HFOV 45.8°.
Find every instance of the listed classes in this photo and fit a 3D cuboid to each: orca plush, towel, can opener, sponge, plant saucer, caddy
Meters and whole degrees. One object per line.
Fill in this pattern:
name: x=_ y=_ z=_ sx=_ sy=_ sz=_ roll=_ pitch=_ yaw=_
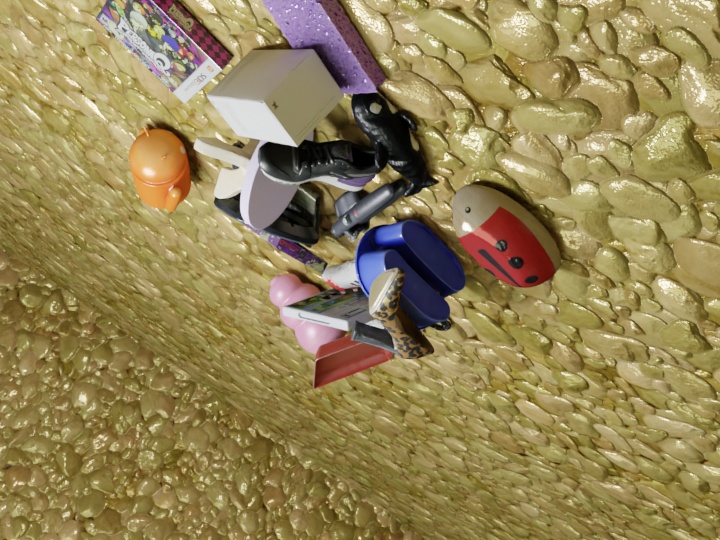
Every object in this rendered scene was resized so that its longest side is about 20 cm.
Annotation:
orca plush: x=0.035 y=-0.170 z=1.240 sx=0.104 sy=0.072 sz=0.201 roll=17 pitch=151 yaw=33
towel: x=-0.158 y=-0.141 z=1.607 sx=0.198 sy=0.035 sz=0.193 roll=33 pitch=153 yaw=9
can opener: x=0.007 y=-0.102 z=1.401 sx=0.079 sy=0.063 sz=0.199 roll=59 pitch=149 yaw=-4
sponge: x=-0.057 y=-0.319 z=1.134 sx=0.110 sy=0.030 sz=0.201 roll=10 pitch=147 yaw=46
plant saucer: x=-0.017 y=0.181 z=1.872 sx=0.201 sy=0.197 sz=0.037 roll=100 pitch=148 yaw=-65
caddy: x=0.080 y=0.009 z=1.434 sx=0.200 sy=0.142 sz=0.104 roll=44 pitch=151 yaw=-19

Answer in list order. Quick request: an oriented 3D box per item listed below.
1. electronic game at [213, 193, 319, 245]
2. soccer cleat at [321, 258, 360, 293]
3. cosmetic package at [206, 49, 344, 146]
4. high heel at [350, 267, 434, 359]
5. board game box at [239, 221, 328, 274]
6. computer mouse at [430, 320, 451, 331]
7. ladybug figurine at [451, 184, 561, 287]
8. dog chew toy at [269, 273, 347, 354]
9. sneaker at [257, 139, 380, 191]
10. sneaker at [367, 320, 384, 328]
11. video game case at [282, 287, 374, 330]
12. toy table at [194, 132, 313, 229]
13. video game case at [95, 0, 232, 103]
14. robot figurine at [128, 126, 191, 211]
electronic game: x=-0.165 y=-0.091 z=1.510 sx=0.197 sy=0.042 sz=0.200 roll=22 pitch=-170 yaw=-4
soccer cleat: x=0.000 y=0.000 z=1.622 sx=0.198 sy=0.069 sz=0.086 roll=11 pitch=136 yaw=41
cosmetic package: x=-0.125 y=-0.249 z=1.212 sx=0.085 sy=0.108 sz=0.199 roll=51 pitch=165 yaw=-32
high heel: x=0.078 y=0.068 z=1.345 sx=0.140 sy=0.072 sz=0.201 roll=16 pitch=141 yaw=-10
board game box: x=-0.153 y=-0.058 z=1.626 sx=0.119 sy=0.033 sz=0.199 roll=25 pitch=-175 yaw=-37
computer mouse: x=0.127 y=0.054 z=1.602 sx=0.058 sy=0.035 sz=0.201 roll=-12 pitch=142 yaw=18
ladybug figurine: x=0.210 y=-0.041 z=1.255 sx=0.199 sy=0.072 sz=0.135 roll=39 pitch=156 yaw=-11
dog chew toy: x=-0.121 y=0.088 z=1.876 sx=0.200 sy=0.125 sz=0.124 roll=44 pitch=156 yaw=-4
sneaker: x=-0.055 y=-0.174 z=1.283 sx=0.197 sy=0.077 sz=0.087 roll=2 pitch=164 yaw=-32
sneaker: x=0.058 y=0.091 z=1.727 sx=0.198 sy=0.076 sz=0.086 roll=9 pitch=173 yaw=38
video game case: x=-0.018 y=0.064 z=1.625 sx=0.180 sy=0.198 sz=0.022 roll=9 pitch=111 yaw=44
toy table: x=-0.166 y=-0.183 z=1.378 sx=0.116 sy=0.202 sz=0.183 roll=33 pitch=-168 yaw=26
video game case: x=-0.317 y=-0.372 z=1.363 sx=0.200 sy=0.036 sz=0.180 roll=44 pitch=153 yaw=-19
robot figurine: x=-0.394 y=-0.199 z=1.690 sx=0.114 sy=0.146 sz=0.201 roll=10 pitch=155 yaw=-1
